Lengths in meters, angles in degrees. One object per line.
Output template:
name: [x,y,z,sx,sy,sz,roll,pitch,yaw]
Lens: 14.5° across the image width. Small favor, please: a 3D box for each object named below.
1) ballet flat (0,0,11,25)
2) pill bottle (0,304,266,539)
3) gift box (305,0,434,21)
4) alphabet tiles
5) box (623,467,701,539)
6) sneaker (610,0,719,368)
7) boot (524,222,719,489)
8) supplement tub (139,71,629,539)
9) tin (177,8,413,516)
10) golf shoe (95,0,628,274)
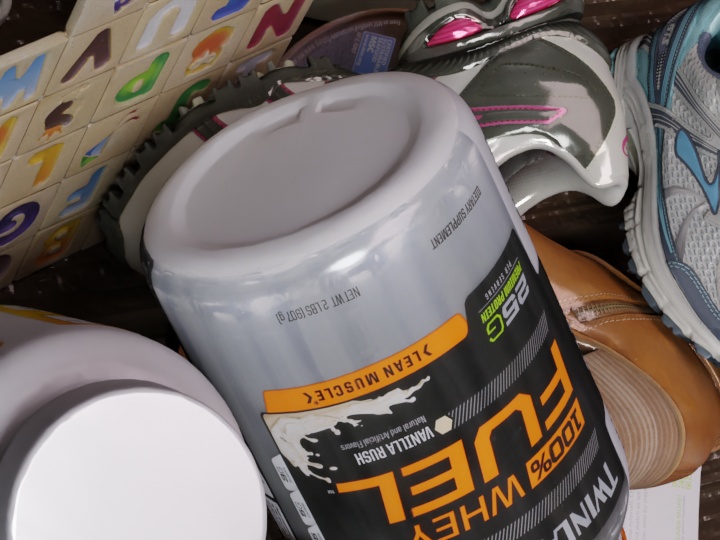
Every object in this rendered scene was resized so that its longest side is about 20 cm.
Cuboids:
ballet flat: [-0.158,-0.172,1.033,0.069,0.069,0.201,-7,85,-37]
pill bottle: [-0.101,0.072,0.933,0.110,0.200,0.112,-1,93,-21]
gift box: [-0.016,-0.187,1.068,0.186,0.184,0.201,9,68,-36]
alphabet tiles: [-0.084,-0.058,0.995,0.166,0.200,0.006,-28,71,-38]
box: [0.056,0.128,1.158,0.199,0.036,0.145,14,74,-36]
sneaker: [0.156,-0.039,1.178,0.077,0.086,0.201,23,38,-38]
boot: [0.074,0.008,1.173,0.200,0.074,0.154,55,30,14]
supplement tub: [0.017,0.044,0.965,0.123,0.122,0.201,-48,125,-33]
tin: [0.000,0.000,1.084,0.042,0.111,0.201,35,71,-69]
golf shoe: [0.000,-0.035,1.027,0.077,0.199,0.088,50,17,-65]
